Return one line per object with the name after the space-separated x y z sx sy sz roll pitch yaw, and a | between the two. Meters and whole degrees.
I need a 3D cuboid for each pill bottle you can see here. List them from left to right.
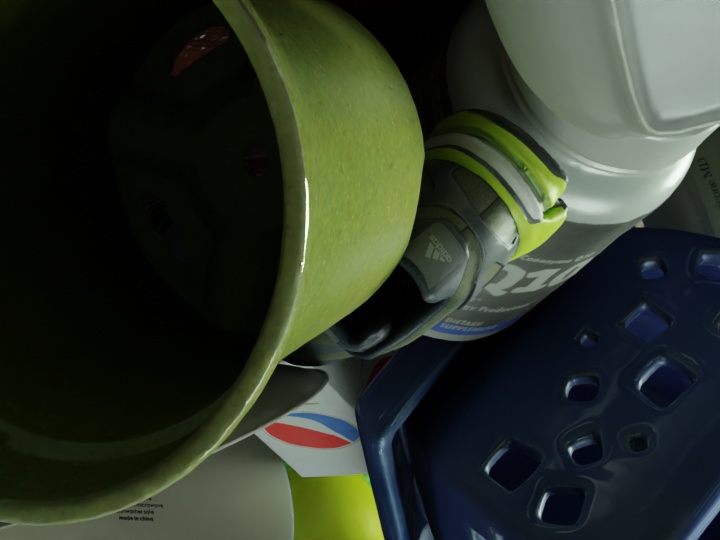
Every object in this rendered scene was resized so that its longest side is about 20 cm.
0.071 -0.056 1.008 0.113 0.114 0.200 -12 163 -28 | pill bottle

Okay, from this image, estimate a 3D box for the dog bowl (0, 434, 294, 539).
-0.134 0.116 1.188 0.200 0.201 0.079 -6 158 -42 | dog bowl

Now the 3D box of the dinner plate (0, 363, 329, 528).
-0.110 0.071 1.038 0.199 0.024 0.200 -18 -174 2 | dinner plate

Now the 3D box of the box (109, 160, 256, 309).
-0.142 0.031 1.017 0.200 0.050 0.158 -26 -162 24 | box

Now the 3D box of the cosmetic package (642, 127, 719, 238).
0.235 -0.068 1.199 0.199 0.104 0.073 -16 165 -19 | cosmetic package

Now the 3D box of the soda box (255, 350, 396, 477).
-0.033 0.036 1.160 0.068 0.064 0.200 -4 154 22 | soda box

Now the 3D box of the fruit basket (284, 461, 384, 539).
-0.044 0.134 1.371 0.215 0.216 0.156 -14 164 -21 | fruit basket

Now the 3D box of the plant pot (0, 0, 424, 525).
-0.070 -0.030 0.817 0.200 0.201 0.184 -27 175 24 | plant pot

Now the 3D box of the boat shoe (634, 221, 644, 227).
0.203 -0.034 1.337 0.065 0.073 0.200 -26 165 40 | boat shoe

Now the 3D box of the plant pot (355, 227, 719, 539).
0.115 0.089 1.149 0.200 0.179 0.200 -50 153 -22 | plant pot

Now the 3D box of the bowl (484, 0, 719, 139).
0.133 -0.125 0.773 0.199 0.075 0.200 -16 140 2 | bowl

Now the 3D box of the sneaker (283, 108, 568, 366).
0.000 0.000 0.968 0.081 0.074 0.200 -43 -177 -32 | sneaker
